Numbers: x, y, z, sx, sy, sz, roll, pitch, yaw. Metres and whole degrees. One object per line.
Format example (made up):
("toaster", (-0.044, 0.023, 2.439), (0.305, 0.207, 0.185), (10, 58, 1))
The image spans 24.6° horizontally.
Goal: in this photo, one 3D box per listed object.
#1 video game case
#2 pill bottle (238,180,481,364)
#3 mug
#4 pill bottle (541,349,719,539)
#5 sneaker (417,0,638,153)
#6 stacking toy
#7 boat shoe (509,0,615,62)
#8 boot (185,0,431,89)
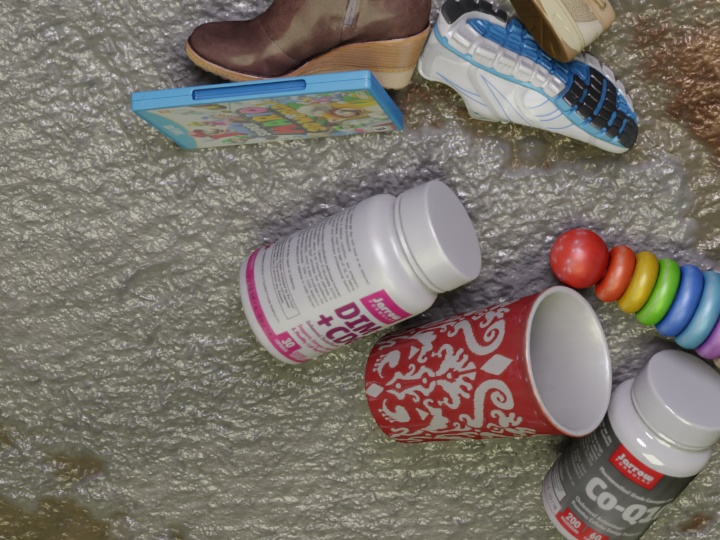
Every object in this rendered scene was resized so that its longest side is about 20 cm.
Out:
("video game case", (-0.075, -0.133, 1.383), (0.199, 0.018, 0.143), (-4, 171, 12))
("pill bottle", (0.000, 0.000, 1.482), (0.199, 0.114, 0.113), (-24, 124, 25))
("mug", (0.126, 0.106, 1.533), (0.199, 0.134, 0.177), (-13, 146, 39))
("pill bottle", (0.269, 0.177, 1.601), (0.114, 0.114, 0.200), (22, 130, -11))
("sneaker", (0.137, -0.149, 1.374), (0.200, 0.075, 0.087), (30, 136, -9))
("stacking toy", (0.265, 0.015, 1.495), (0.199, 0.086, 0.086), (24, 130, -4))
("boat shoe", (0.129, -0.259, 1.281), (0.064, 0.071, 0.200), (-38, 114, -7))
("boot", (-0.040, -0.231, 1.326), (0.199, 0.072, 0.167), (4, 126, -2))
